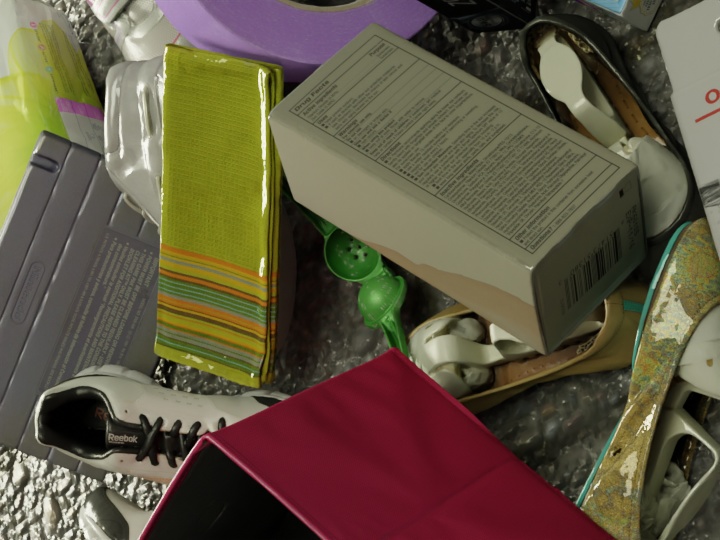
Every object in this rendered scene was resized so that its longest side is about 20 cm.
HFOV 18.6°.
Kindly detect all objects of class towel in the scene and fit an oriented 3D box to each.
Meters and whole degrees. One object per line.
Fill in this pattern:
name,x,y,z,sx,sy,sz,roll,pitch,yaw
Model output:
towel,-0.087,-0.032,1.324,0.086,0.018,0.201,13,112,27

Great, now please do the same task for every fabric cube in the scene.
fabric cube,-0.003,0.192,1.155,0.200,0.199,0.197,39,116,17

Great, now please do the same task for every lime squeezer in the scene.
lime squeezer,0.000,0.000,1.325,0.038,0.071,0.200,-35,60,4

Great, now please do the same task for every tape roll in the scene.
tape roll,-0.036,-0.217,1.317,0.066,0.199,0.201,167,114,-70

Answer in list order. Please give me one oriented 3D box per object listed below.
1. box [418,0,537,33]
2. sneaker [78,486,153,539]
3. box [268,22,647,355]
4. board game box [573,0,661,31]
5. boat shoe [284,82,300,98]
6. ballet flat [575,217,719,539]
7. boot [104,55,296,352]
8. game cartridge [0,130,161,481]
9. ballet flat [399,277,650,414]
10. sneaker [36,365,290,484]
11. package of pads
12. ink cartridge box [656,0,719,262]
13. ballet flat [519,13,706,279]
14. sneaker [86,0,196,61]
box,0.039,-0.240,1.243,0.043,0.200,0.161,-2,78,34
sneaker,-0.093,0.183,1.366,0.200,0.074,0.080,31,85,32
box,0.053,-0.049,1.224,0.200,0.078,0.095,33,64,33
board game box,0.155,-0.259,1.311,0.134,0.034,0.201,29,96,37
boat shoe,-0.034,-0.099,1.388,0.202,0.065,0.075,33,98,36
ballet flat,0.174,0.074,1.191,0.071,0.071,0.201,26,102,37
boot,-0.104,-0.040,1.388,0.095,0.073,0.201,2,108,37
game cartridge,-0.186,0.025,1.436,0.201,0.129,0.038,-67,16,4
ballet flat,0.078,0.040,1.273,0.199,0.063,0.069,-20,69,31
sneaker,-0.110,0.107,1.353,0.199,0.080,0.074,7,95,22
package of pads,-0.245,-0.078,1.534,0.154,0.068,0.201,-37,60,23
ink cartridge box,0.242,-0.059,1.175,0.116,0.068,0.201,-24,65,27
ballet flat,0.143,-0.068,1.250,0.068,0.068,0.200,-41,58,18
sneaker,-0.162,-0.200,1.482,0.081,0.088,0.200,-46,50,17
